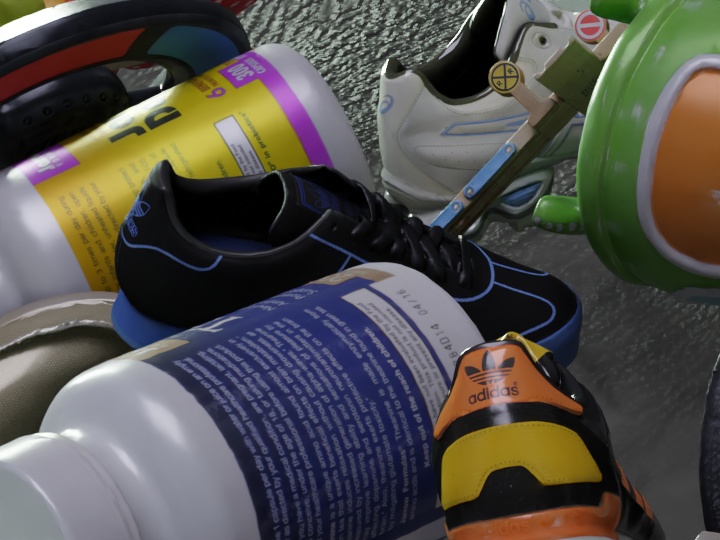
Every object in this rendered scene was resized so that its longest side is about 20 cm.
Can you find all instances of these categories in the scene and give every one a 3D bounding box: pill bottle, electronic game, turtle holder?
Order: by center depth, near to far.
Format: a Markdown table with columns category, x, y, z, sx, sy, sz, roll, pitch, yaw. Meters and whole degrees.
| category | x | y | z | sx | sy | sz | roll | pitch | yaw |
| --- | --- | --- | --- | --- | --- | --- | --- | --- | --- |
| pill bottle | -0.049 | 0.075 | 1.102 | 0.199 | 0.112 | 0.111 | -21 | 29 | -39 |
| turtle holder | 0.171 | -0.044 | 1.227 | 0.131 | 0.185 | 0.142 | 19 | 81 | 32 |
| pill bottle | -0.099 | -0.014 | 1.309 | 0.199 | 0.105 | 0.104 | -27 | 34 | -16 |
| electronic game | -0.141 | -0.063 | 1.349 | 0.199 | 0.200 | 0.042 | -23 | 73 | -11 |

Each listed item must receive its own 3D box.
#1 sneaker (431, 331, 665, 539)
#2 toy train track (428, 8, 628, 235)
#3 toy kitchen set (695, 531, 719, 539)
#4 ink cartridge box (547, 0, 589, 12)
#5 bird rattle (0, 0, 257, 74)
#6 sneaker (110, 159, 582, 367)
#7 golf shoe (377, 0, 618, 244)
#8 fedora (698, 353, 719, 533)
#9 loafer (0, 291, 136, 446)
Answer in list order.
| category | x | y | z | sx | sy | sz | roll | pitch | yaw |
| --- | --- | --- | --- | --- | --- | --- | --- | --- | --- |
| sneaker | 0.063 | 0.067 | 1.017 | 0.070 | 0.091 | 0.200 | -9 | -7 | 7 |
| toy train track | 0.059 | -0.057 | 1.280 | 0.200 | 0.115 | 0.033 | -47 | 71 | 7 |
| toy kitchen set | 0.077 | 0.158 | 0.882 | 0.180 | 0.201 | 0.163 | 5 | 38 | 30 |
| ink cartridge box | 0.183 | -0.188 | 1.462 | 0.199 | 0.084 | 0.145 | -6 | 34 | 16 |
| bird rattle | -0.139 | -0.120 | 1.498 | 0.199 | 0.113 | 0.163 | -24 | 16 | -18 |
| sneaker | 0.000 | 0.000 | 1.215 | 0.199 | 0.078 | 0.070 | 3 | 38 | -13 |
| golf shoe | 0.094 | -0.091 | 1.347 | 0.199 | 0.098 | 0.078 | -30 | 34 | -23 |
| fedora | 0.190 | 0.067 | 1.050 | 0.200 | 0.201 | 0.092 | -31 | 0 | -22 |
| loafer | -0.164 | 0.078 | 1.229 | 0.199 | 0.076 | 0.068 | -28 | 27 | -1 |
